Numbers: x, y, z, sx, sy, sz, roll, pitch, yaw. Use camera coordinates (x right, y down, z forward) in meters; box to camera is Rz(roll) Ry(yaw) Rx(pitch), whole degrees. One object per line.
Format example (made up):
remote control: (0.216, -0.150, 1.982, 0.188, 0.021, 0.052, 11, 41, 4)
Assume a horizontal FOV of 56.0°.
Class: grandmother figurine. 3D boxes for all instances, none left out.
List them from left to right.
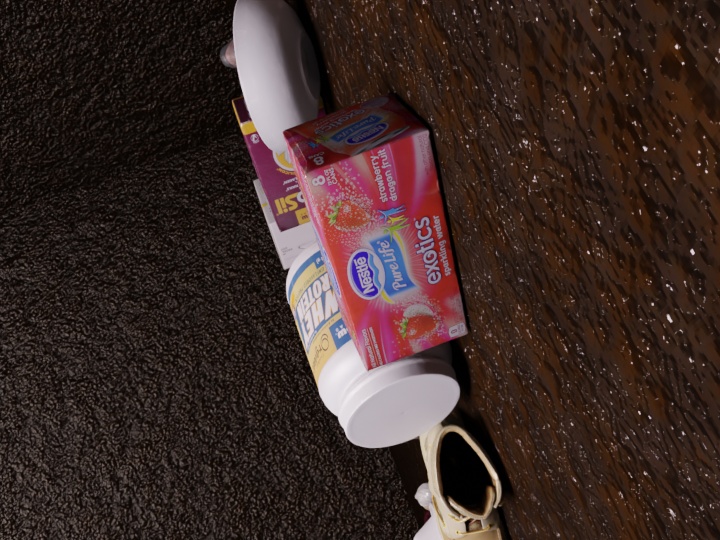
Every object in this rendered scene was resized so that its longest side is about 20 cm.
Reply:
grandmother figurine: (0.154, 0.514, 1.358, 0.121, 0.060, 0.202, -65, -37, -71)

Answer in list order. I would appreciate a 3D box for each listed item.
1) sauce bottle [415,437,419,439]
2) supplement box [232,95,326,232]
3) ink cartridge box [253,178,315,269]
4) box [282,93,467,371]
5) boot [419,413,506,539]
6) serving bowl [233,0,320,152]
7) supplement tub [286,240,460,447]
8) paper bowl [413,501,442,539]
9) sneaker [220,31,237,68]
sauce bottle: (0.055, 0.137, 0.956, 0.066, 0.066, 0.201, 76, 170, -50)
supplement box: (-0.108, -0.183, 1.070, 0.103, 0.130, 0.201, -117, 8, -51)
ink cartridge box: (-0.155, -0.134, 1.634, 0.201, 0.146, 0.145, -117, 8, -48)
box: (0.015, -0.028, 0.567, 0.096, 0.099, 0.201, -118, 10, -55)
boot: (0.117, 0.253, 0.715, 0.155, 0.072, 0.202, 89, 166, -82)
serving bowl: (-0.094, -0.257, 0.870, 0.200, 0.065, 0.202, -8, -90, -77)
supplement tub: (0.011, 0.068, 0.722, 0.145, 0.144, 0.201, 76, 172, -50)
paper bowl: (0.138, 0.398, 0.882, 0.201, 0.104, 0.202, 158, 90, -85)
sneaker: (-0.153, -0.340, 0.989, 0.200, 0.081, 0.078, -69, -31, -63)
